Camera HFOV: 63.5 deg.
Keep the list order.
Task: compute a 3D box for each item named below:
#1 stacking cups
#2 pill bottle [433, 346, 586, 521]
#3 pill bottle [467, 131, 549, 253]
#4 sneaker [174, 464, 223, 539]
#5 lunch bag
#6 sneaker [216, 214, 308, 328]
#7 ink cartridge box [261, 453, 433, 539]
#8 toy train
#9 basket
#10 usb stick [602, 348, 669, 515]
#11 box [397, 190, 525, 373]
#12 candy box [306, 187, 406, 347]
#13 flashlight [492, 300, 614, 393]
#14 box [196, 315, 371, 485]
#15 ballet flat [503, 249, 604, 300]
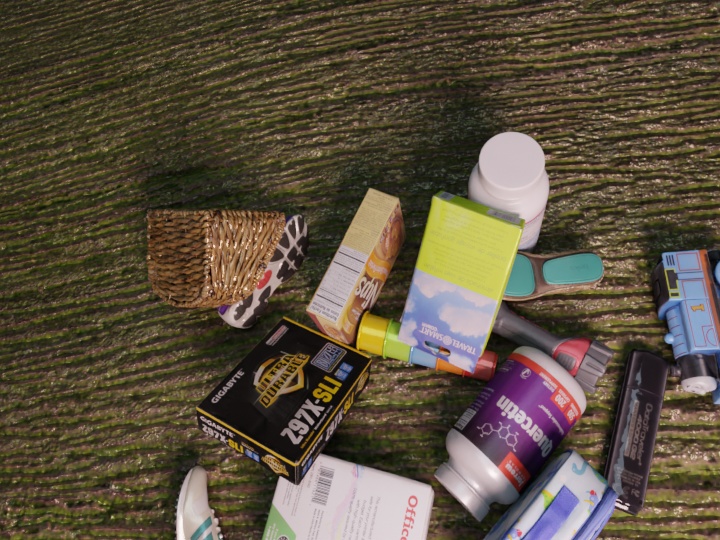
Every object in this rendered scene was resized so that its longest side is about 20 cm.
[{"bbox_3d":[0.093,0.107,0.811,0.193,0.061,0.062,12,69,16],"label":"stacking cups"},{"bbox_3d":[0.182,0.203,0.725,0.112,0.113,0.201,38,78,23],"label":"pill bottle"},{"bbox_3d":[0.200,-0.093,0.800,0.105,0.201,0.112,-4,65,9],"label":"pill bottle"},{"bbox_3d":[-0.198,0.364,0.765,0.090,0.071,0.206,2,64,-8],"label":"sneaker"},{"bbox_3d":[0.196,0.303,0.652,0.082,0.162,0.200,40,78,24],"label":"lunch bag"},{"bbox_3d":[-0.158,-0.011,0.907,0.082,0.081,0.202,28,72,32],"label":"sneaker"},{"bbox_3d":[-0.014,0.323,0.727,0.193,0.084,0.149,10,69,16],"label":"ink cartridge box"},{"bbox_3d":[0.447,0.069,0.748,0.110,0.087,0.207,-5,64,16],"label":"toy train"},{"bbox_3d":[-0.218,-0.021,0.883,0.196,0.146,0.149,6,98,44],"label":"basket"},{"bbox_3d":[0.349,0.199,0.738,0.054,0.033,0.205,18,71,9],"label":"usb stick"},{"bbox_3d":[0.127,0.016,0.754,0.119,0.048,0.206,21,114,18],"label":"box"},{"bbox_3d":[0.000,0.000,0.846,0.054,0.116,0.205,20,72,19],"label":"candy box"},{"bbox_3d":[0.239,0.088,0.794,0.197,0.069,0.068,30,67,27],"label":"flashlight"},{"bbox_3d":[-0.095,0.163,0.778,0.156,0.051,0.200,23,41,19],"label":"box"},{"bbox_3d":[0.239,0.009,0.816,0.192,0.065,0.073,0,78,-2],"label":"ballet flat"}]
